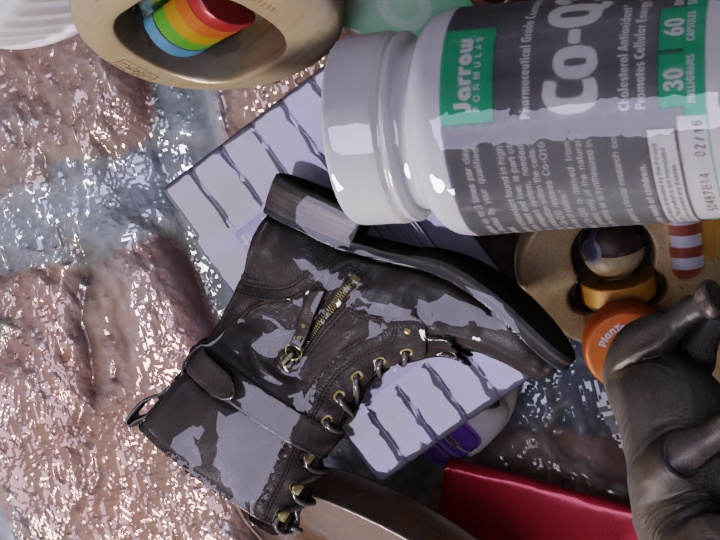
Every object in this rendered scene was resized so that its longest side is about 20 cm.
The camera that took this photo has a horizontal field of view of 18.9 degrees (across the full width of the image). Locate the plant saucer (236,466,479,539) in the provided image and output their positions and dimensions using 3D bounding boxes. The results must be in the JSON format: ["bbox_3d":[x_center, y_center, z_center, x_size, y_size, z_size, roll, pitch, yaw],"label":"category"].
[{"bbox_3d":[0.022,0.166,1.226,0.200,0.032,0.200,26,157,12],"label":"plant saucer"}]

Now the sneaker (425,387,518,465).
[{"bbox_3d":[-0.005,0.036,1.237,0.200,0.081,0.083,44,125,9],"label":"sneaker"}]

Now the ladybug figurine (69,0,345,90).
[{"bbox_3d":[-0.083,-0.157,1.196,0.200,0.136,0.072,-15,56,52],"label":"ladybug figurine"}]

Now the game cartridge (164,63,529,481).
[{"bbox_3d":[0.000,0.000,1.168,0.130,0.038,0.200,-35,92,17],"label":"game cartridge"}]

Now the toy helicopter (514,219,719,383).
[{"bbox_3d":[0.166,-0.042,1.124,0.200,0.079,0.132,-35,106,15],"label":"toy helicopter"}]

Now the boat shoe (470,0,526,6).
[{"bbox_3d":[0.053,-0.218,1.091,0.076,0.072,0.200,-23,89,21],"label":"boat shoe"}]

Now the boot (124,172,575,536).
[{"bbox_3d":[-0.006,0.061,1.127,0.200,0.069,0.174,28,99,15],"label":"boot"}]

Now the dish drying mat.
[{"bbox_3d":[0.139,0.161,1.217,0.200,0.018,0.077,14,117,14],"label":"dish drying mat"}]

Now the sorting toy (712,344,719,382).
[{"bbox_3d":[0.243,0.069,1.060,0.070,0.200,0.199,29,118,-20],"label":"sorting toy"}]

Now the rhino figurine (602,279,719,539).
[{"bbox_3d":[0.161,0.091,1.037,0.060,0.200,0.087,29,129,-30],"label":"rhino figurine"}]

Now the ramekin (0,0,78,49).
[{"bbox_3d":[-0.231,-0.222,1.262,0.200,0.105,0.201,8,107,26],"label":"ramekin"}]

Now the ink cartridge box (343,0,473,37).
[{"bbox_3d":[0.088,-0.197,1.140,0.161,0.050,0.200,23,115,20],"label":"ink cartridge box"}]

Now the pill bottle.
[{"bbox_3d":[0.090,-0.075,1.046,0.200,0.113,0.113,-4,102,18],"label":"pill bottle"}]
